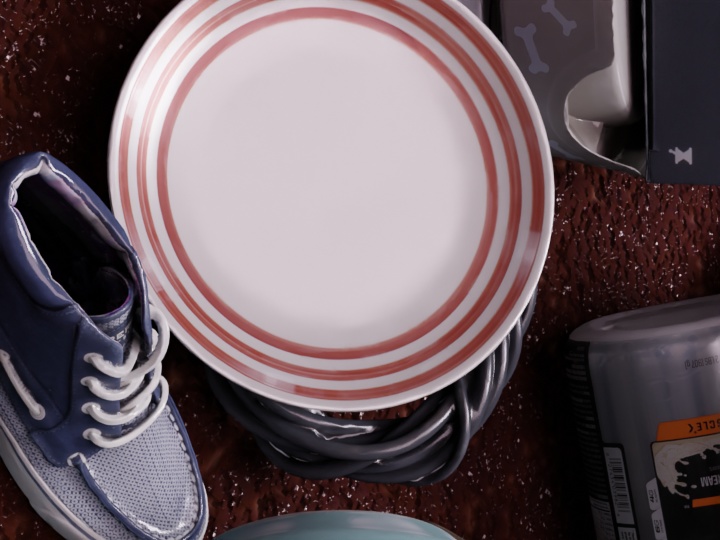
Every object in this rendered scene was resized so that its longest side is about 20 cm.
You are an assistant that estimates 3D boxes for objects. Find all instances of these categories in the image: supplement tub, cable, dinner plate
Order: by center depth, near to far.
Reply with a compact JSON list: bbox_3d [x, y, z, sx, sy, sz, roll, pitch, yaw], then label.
[{"bbox_3d":[-0.012,-0.038,0.810,0.200,0.024,0.200,3,81,-20],"label":"dinner plate"},{"bbox_3d":[0.000,0.000,0.847,0.163,0.051,0.200,-25,90,-21],"label":"cable"},{"bbox_3d":[0.180,0.118,0.973,0.122,0.123,0.200,-15,95,-41],"label":"supplement tub"}]

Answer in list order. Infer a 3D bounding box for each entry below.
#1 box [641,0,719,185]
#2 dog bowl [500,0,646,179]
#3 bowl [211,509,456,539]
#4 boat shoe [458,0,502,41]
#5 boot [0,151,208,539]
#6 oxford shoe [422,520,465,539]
[{"bbox_3d":[0.212,-0.135,0.965,0.200,0.104,0.148,-45,135,-64],"label":"box"},{"bbox_3d":[0.118,-0.145,0.938,0.200,0.059,0.200,1,90,-71],"label":"dog bowl"},{"bbox_3d":[-0.011,0.167,0.774,0.201,0.201,0.105,22,53,-38],"label":"bowl"},{"bbox_3d":[0.038,-0.131,0.912,0.072,0.066,0.200,-7,92,0],"label":"boat shoe"},{"bbox_3d":[-0.107,0.043,0.750,0.073,0.090,0.200,-50,117,-33],"label":"boot"},{"bbox_3d":[0.098,0.180,0.905,0.200,0.073,0.084,32,54,-16],"label":"oxford shoe"}]
